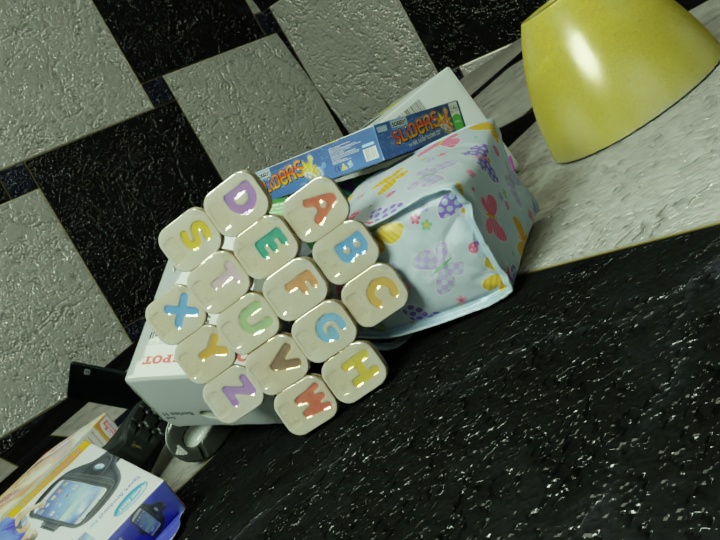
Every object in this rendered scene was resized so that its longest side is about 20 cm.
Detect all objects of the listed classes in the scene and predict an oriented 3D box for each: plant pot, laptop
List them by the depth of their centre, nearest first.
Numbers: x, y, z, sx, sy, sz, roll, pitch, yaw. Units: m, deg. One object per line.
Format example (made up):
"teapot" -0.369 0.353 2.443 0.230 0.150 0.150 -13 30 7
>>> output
"plant pot" 0.250 -0.230 0.867 0.199 0.142 0.200 -36 10 7
"laptop" -0.231 0.101 0.978 0.200 0.103 0.177 -43 0 -28

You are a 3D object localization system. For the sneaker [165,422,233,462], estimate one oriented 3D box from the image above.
"sneaker" -0.135 0.107 0.881 0.201 0.076 0.115 -46 13 -14

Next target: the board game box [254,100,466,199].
"board game box" -0.008 -0.118 0.847 0.199 0.035 0.135 -13 9 45

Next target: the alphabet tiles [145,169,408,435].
"alphabet tiles" -0.069 0.028 0.653 0.195 0.201 0.015 -34 4 14

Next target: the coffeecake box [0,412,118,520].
"coffeecake box" -0.388 0.284 1.013 0.153 0.073 0.200 -33 10 30

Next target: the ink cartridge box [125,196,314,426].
"ink cartridge box" -0.116 0.037 0.783 0.145 0.083 0.201 -6 51 21

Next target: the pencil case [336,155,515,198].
"pencil case" 0.058 -0.080 0.882 0.198 0.086 0.092 -21 3 -9

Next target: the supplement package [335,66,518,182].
"supplement package" 0.066 -0.135 1.063 0.152 0.151 0.200 -40 10 -13

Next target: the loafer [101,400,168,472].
"loafer" -0.261 0.220 0.892 0.071 0.068 0.201 -57 5 30

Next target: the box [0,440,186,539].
"box" -0.237 0.220 0.722 0.199 0.042 0.119 0 39 51

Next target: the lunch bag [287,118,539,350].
"lunch bag" 0.041 -0.023 0.726 0.199 0.128 0.170 -21 18 28
